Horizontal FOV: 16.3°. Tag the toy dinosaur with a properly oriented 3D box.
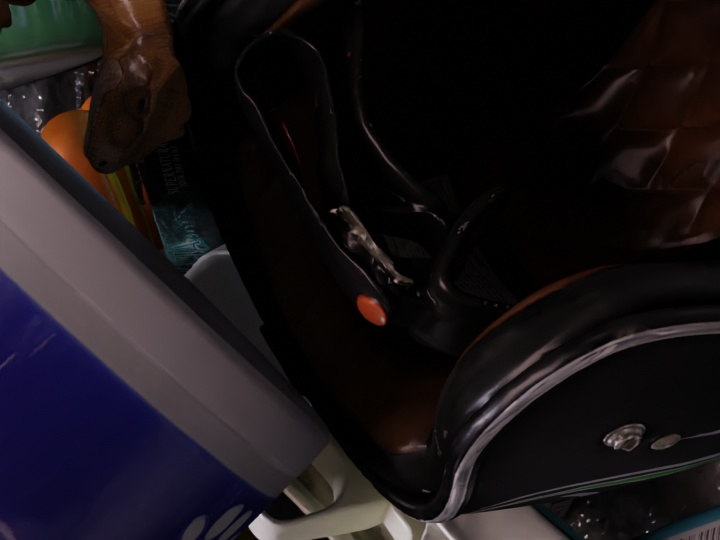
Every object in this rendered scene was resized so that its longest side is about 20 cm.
[{"bbox_3d":[-0.088,-0.123,0.609,0.106,0.060,0.200,2,122,42],"label":"toy dinosaur"}]

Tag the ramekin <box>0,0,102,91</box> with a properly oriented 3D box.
[{"bbox_3d":[-0.181,-0.104,0.889,0.200,0.200,0.098,-12,94,46],"label":"ramekin"}]

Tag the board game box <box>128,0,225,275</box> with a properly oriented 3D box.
[{"bbox_3d":[-0.052,-0.108,0.774,0.135,0.028,0.200,84,-176,-69],"label":"board game box"}]

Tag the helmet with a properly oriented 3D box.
[{"bbox_3d":[0.067,-0.041,0.643,0.200,0.190,0.200,56,164,25],"label":"helmet"}]

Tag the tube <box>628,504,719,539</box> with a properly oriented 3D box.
[{"bbox_3d":[0.155,0.072,0.669,0.200,0.050,0.078,-24,84,40],"label":"tube"}]

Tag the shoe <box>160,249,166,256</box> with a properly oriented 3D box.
[{"bbox_3d":[-0.128,0.060,0.872,0.070,0.200,0.053,47,165,-15],"label":"shoe"}]

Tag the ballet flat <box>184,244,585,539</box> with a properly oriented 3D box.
[{"bbox_3d":[0.006,0.073,0.716,0.200,0.069,0.069,47,125,21],"label":"ballet flat"}]

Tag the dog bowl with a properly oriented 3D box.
[{"bbox_3d":[-0.105,0.000,0.630,0.079,0.200,0.200,-46,56,-1],"label":"dog bowl"}]

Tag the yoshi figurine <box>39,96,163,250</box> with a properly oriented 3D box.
[{"bbox_3d":[-0.166,-0.013,0.824,0.200,0.112,0.112,-22,49,11],"label":"yoshi figurine"}]

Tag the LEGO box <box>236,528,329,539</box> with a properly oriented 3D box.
[{"bbox_3d":[-0.053,0.164,0.831,0.200,0.077,0.149,-5,92,61],"label":"LEGO box"}]

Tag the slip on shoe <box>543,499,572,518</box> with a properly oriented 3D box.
[{"bbox_3d":[0.000,0.000,0.805,0.076,0.061,0.200,-38,68,41],"label":"slip on shoe"}]
